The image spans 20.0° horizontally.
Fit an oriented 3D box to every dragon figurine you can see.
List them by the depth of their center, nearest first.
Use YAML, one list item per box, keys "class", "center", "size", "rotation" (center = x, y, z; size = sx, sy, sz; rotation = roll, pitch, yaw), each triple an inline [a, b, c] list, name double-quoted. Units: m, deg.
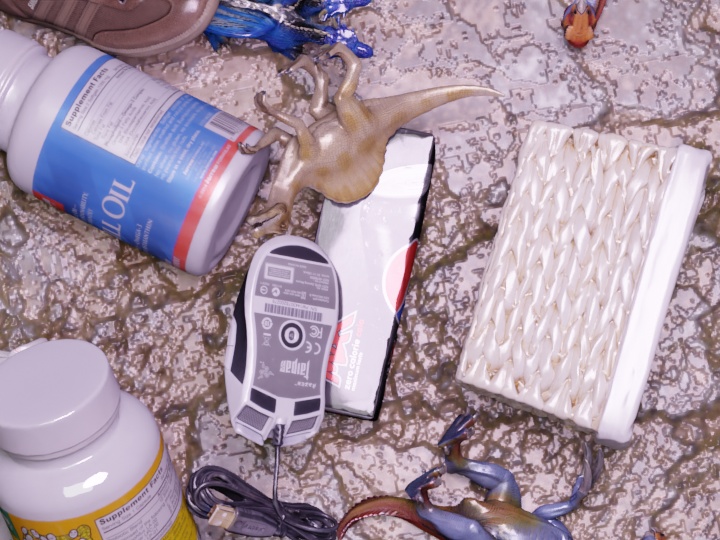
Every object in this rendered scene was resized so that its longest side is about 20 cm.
- class: "dragon figurine"
  center: [-0.082, -0.184, 1.414]
  size: [0.200, 0.099, 0.059]
  rotation: [14, 85, 5]

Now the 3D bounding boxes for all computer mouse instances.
- class: "computer mouse"
  center: [-0.056, 0.078, 1.344]
  size: [0.109, 0.044, 0.200]
  rotation: [12, 79, -28]

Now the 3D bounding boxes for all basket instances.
- class: "basket"
  center: [0.149, 0.007, 1.366]
  size: [0.123, 0.136, 0.200]
  rotation: [17, 86, 9]

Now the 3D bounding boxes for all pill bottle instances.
- class: "pill bottle"
  center: [-0.171, 0.146, 1.304]
  size: [0.113, 0.113, 0.200]
  rotation: [-14, 126, 2]
- class: "pill bottle"
  center: [-0.172, -0.086, 1.403]
  size: [0.200, 0.112, 0.112]
  rotation: [26, 86, 6]

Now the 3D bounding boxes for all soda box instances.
- class: "soda box"
  center: [0.000, 0.000, 1.409]
  size: [0.071, 0.063, 0.200]
  rotation: [12, 85, 4]

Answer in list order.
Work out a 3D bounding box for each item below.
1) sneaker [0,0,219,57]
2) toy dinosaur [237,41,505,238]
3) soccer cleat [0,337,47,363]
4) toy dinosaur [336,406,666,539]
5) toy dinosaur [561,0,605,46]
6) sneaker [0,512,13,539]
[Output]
- class: "sneaker"
  center: [-0.192, -0.196, 1.395]
  size: [0.200, 0.076, 0.071]
  rotation: [10, 73, 31]
- class: "toy dinosaur"
  center: [-0.011, -0.099, 1.367]
  size: [0.200, 0.058, 0.101]
  rotation: [-34, 105, -15]
- class: "soccer cleat"
  center: [-0.216, 0.094, 1.407]
  size: [0.200, 0.069, 0.085]
  rotation: [26, 102, 10]
- class: "toy dinosaur"
  center: [0.119, 0.178, 1.396]
  size: [0.181, 0.200, 0.105]
  rotation: [44, 49, -15]
- class: "toy dinosaur"
  center: [0.188, -0.247, 1.409]
  size: [0.200, 0.105, 0.182]
  rotation: [-4, 104, -8]
- class: "sneaker"
  center: [-0.249, 0.173, 1.381]
  size: [0.080, 0.070, 0.201]
  rotation: [19, 120, -7]
